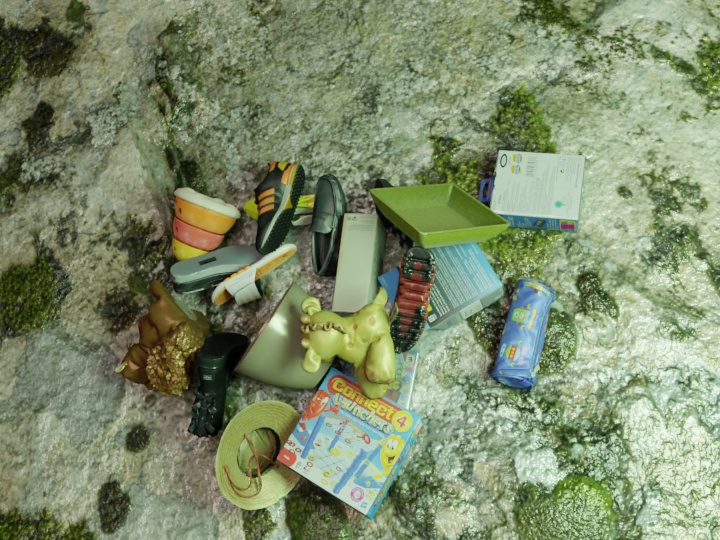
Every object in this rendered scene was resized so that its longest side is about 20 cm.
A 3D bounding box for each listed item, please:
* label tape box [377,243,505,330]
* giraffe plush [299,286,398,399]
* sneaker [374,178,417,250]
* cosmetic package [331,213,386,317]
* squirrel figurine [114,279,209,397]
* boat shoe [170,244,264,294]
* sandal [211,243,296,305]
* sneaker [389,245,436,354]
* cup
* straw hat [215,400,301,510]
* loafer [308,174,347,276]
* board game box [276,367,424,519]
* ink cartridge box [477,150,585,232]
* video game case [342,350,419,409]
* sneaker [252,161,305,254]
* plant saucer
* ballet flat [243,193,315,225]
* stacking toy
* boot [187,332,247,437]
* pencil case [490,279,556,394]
[{"bbox_3d":[0.155,0.030,1.554,0.199,0.063,0.145,-30,66,4],"label":"label tape box"},{"bbox_3d":[-0.030,0.125,1.422,0.160,0.201,0.173,-1,42,-12],"label":"giraffe plush"},{"bbox_3d":[0.093,-0.113,1.622,0.088,0.075,0.201,-11,49,-25],"label":"sneaker"},{"bbox_3d":[0.000,0.000,1.584,0.072,0.104,0.202,3,71,14],"label":"cosmetic package"},{"bbox_3d":[-0.396,0.160,1.598,0.187,0.141,0.200,-46,42,4],"label":"squirrel figurine"},{"bbox_3d":[-0.290,0.005,1.674,0.198,0.069,0.074,-18,42,-21],"label":"boat shoe"},{"bbox_3d":[-0.209,0.021,1.644,0.206,0.079,0.060,-34,74,3],"label":"sandal"},{"bbox_3d":[0.096,0.052,1.492,0.070,0.098,0.203,13,98,6],"label":"sneaker"},{"bbox_3d":[-0.125,0.145,1.536,0.143,0.200,0.201,35,82,-6],"label":"cup"},{"bbox_3d":[-0.199,0.338,1.524,0.085,0.200,0.203,0,64,59],"label":"straw hat"},{"bbox_3d":[-0.068,-0.088,1.608,0.068,0.070,0.203,6,100,38],"label":"loafer"},{"bbox_3d":[-0.018,0.311,1.474,0.199,0.056,0.197,25,73,21],"label":"board game box"},{"bbox_3d":[0.326,-0.154,1.567,0.198,0.076,0.138,7,72,15],"label":"ink cartridge box"},{"bbox_3d":[0.026,0.242,1.539,0.142,0.018,0.202,7,74,16],"label":"video game case"},{"bbox_3d":[-0.183,-0.128,1.632,0.089,0.070,0.202,15,73,19],"label":"sneaker"},{"bbox_3d":[0.141,-0.098,1.506,0.198,0.048,0.200,-7,30,-28],"label":"plant saucer"},{"bbox_3d":[-0.152,-0.120,1.682,0.198,0.067,0.068,-4,53,11],"label":"ballet flat"},{"bbox_3d":[-0.347,-0.061,1.698,0.145,0.146,0.202,21,93,20],"label":"stacking toy"},{"bbox_3d":[-0.277,0.220,1.575,0.073,0.198,0.164,9,104,7],"label":"boot"},{"bbox_3d":[0.300,0.117,1.476,0.086,0.078,0.202,3,70,46],"label":"pencil case"}]
